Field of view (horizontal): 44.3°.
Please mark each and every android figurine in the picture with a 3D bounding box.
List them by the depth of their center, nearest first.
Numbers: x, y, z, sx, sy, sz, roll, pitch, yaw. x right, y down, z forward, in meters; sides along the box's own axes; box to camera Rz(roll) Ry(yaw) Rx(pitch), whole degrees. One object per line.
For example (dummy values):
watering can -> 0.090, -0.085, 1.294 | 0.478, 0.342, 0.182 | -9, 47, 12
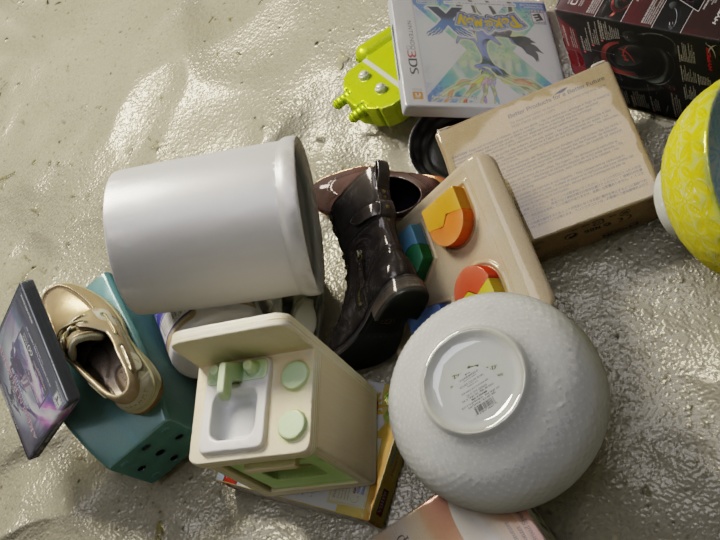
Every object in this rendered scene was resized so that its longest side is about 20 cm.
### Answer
android figurine -> 0.057, -0.254, 1.123 | 0.200, 0.041, 0.182 | -35, 43, -4

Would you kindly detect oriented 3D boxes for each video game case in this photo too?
video game case -> -0.372, 0.117, 0.997 | 0.200, 0.019, 0.143 | -43, 69, 47
video game case -> 0.139, -0.256, 1.051 | 0.199, 0.022, 0.183 | 0, 59, -9

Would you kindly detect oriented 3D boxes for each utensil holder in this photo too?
utensil holder -> -0.149, -0.045, 0.937 | 0.199, 0.170, 0.171 | -8, 59, 4

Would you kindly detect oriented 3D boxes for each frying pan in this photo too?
frying pan -> 0.147, -0.141, 1.038 | 0.189, 0.031, 0.115 | 16, 77, 22

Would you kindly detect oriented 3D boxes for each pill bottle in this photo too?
pill bottle -> -0.199, 0.020, 1.075 | 0.119, 0.120, 0.200 | -34, 53, 7

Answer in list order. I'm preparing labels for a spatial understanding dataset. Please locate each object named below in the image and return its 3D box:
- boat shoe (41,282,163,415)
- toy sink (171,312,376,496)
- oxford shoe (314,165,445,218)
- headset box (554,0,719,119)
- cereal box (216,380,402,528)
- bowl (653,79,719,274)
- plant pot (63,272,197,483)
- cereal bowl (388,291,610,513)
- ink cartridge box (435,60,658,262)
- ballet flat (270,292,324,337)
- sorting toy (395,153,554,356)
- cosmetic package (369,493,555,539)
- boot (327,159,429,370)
boat shoe -> -0.293, 0.076, 0.961 | 0.072, 0.065, 0.200 | -46, 63, -1
toy sink -> -0.082, 0.139, 0.847 | 0.130, 0.200, 0.113 | -11, 58, 21
oxford shoe -> 0.010, -0.093, 1.043 | 0.199, 0.072, 0.072 | 1, 89, 35
headset box -> 0.305, -0.241, 0.938 | 0.199, 0.149, 0.075 | 24, 74, 35
cereal box -> -0.048, 0.183, 0.956 | 0.199, 0.040, 0.144 | 7, 66, 31
bowl -> 0.343, -0.075, 0.829 | 0.108, 0.200, 0.201 | -17, 51, 56
plant pot -> -0.276, 0.139, 1.041 | 0.141, 0.141, 0.200 | -39, 58, 3
cereal bowl -> 0.111, 0.106, 0.774 | 0.199, 0.083, 0.201 | -12, 62, 22
ink cartridge box -> 0.201, -0.104, 0.947 | 0.199, 0.075, 0.166 | -21, 67, 16
ballet flat -> -0.067, 0.042, 1.005 | 0.069, 0.070, 0.201 | -19, 41, 17
sorting toy -> 0.090, 0.005, 0.919 | 0.200, 0.036, 0.186 | -39, 59, 38
cosmetic package -> 0.076, 0.274, 0.811 | 0.200, 0.087, 0.104 | -37, 54, 5
boot -> 0.000, 0.000, 0.970 | 0.200, 0.069, 0.175 | -50, 47, 39
